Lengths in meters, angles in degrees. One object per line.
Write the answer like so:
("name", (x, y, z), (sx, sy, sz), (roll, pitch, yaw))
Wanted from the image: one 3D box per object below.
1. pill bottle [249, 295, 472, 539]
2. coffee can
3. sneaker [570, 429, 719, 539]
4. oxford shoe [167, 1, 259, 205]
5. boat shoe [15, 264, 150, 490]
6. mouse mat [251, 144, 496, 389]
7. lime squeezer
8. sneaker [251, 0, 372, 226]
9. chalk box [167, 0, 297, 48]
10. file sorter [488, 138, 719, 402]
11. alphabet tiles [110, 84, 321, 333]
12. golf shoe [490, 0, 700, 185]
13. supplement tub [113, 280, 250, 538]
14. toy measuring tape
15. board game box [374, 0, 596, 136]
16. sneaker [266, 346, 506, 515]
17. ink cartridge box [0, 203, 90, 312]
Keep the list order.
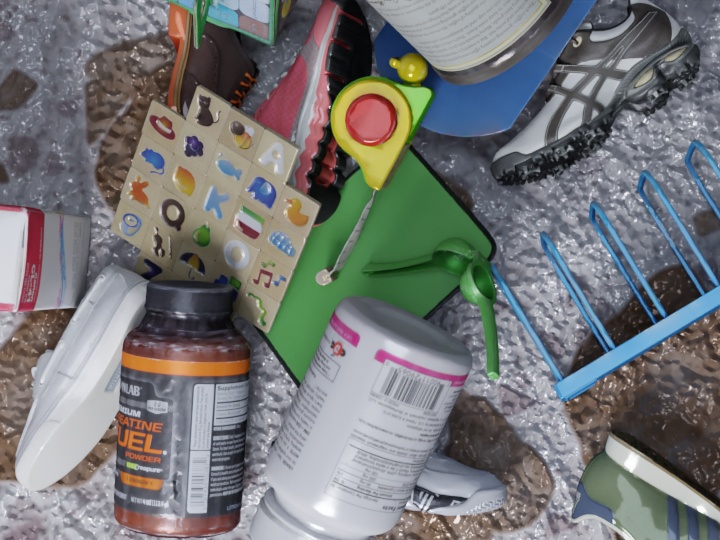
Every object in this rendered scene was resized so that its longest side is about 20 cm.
("pill bottle", (-0.004, 0.130, 1.319), (0.113, 0.113, 0.200), (26, 101, 6))
("coffee can", (0.051, -0.258, 1.304), (0.146, 0.146, 0.200), (-49, 121, 2))
("sneaker", (0.260, 0.221, 1.394), (0.200, 0.067, 0.090), (36, 99, 6))
("oxford shoe", (-0.122, -0.150, 1.440), (0.072, 0.071, 0.200), (-1, 87, 1))
("boat shoe", (-0.239, 0.087, 1.445), (0.068, 0.072, 0.200), (33, 98, 27))
("mouse mat", (0.000, 0.000, 1.409), (0.200, 0.008, 0.161), (-42, 55, 6))
("lime squeezer", (0.071, 0.012, 1.316), (0.071, 0.200, 0.038), (-34, 126, -12))
("sneaker", (-0.052, -0.139, 1.432), (0.087, 0.074, 0.200), (9, 81, 26))
("chalk box", (-0.100, -0.274, 1.382), (0.124, 0.124, 0.200), (24, 65, 6))
("file sorter", (0.215, 0.002, 1.368), (0.200, 0.139, 0.123), (-31, 82, 3))
("alphabet tiles", (-0.121, -0.044, 1.407), (0.166, 0.006, 0.200), (32, 123, 14))
("golf shoe", (0.178, -0.146, 1.414), (0.200, 0.078, 0.095), (-34, 79, -6))
("supplement tub", (-0.144, 0.110, 1.403), (0.107, 0.107, 0.200), (4, 94, 6))
("toy measuring tape", (-0.007, -0.089, 1.391), (0.074, 0.074, 0.200), (29, 100, 6))
("board game box", (0.108, -0.199, 1.423), (0.158, 0.039, 0.200), (34, 90, 32))
("sneaker", (0.028, 0.130, 1.410), (0.200, 0.075, 0.115), (12, 92, 9))
("ink cartridge box", (-0.312, -0.013, 1.386), (0.147, 0.200, 0.086), (4, 88, 6))
